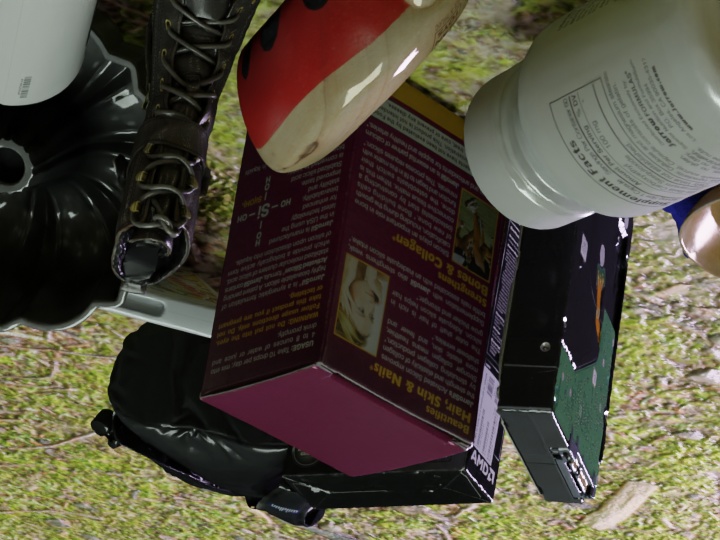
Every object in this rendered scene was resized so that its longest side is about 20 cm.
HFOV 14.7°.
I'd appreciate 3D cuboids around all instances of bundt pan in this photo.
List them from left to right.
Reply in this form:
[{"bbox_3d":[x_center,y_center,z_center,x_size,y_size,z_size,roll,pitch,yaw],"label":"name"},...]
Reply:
[{"bbox_3d":[-0.189,-0.070,1.594,0.202,0.076,0.202,5,111,13],"label":"bundt pan"}]

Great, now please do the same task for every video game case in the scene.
[{"bbox_3d":[-0.179,0.000,1.787,0.182,0.023,0.200,15,-176,-13],"label":"video game case"}]

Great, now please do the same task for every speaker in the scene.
[{"bbox_3d":[-0.163,-0.168,1.395,0.081,0.081,0.200,13,148,-7],"label":"speaker"}]

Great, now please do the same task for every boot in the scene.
[{"bbox_3d":[-0.083,-0.091,1.400,0.069,0.174,0.200,13,154,-4],"label":"boot"}]

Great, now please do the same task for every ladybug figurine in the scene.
[{"bbox_3d":[-0.009,-0.122,1.467,0.072,0.136,0.200,42,151,-5],"label":"ladybug figurine"}]

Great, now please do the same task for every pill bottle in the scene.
[{"bbox_3d":[0.149,-0.091,1.460,0.114,0.115,0.200,24,152,-28],"label":"pill bottle"}]

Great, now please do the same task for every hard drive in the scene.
[{"bbox_3d":[0.120,0.018,1.619,0.038,0.200,0.140,1,155,17],"label":"hard drive"}]

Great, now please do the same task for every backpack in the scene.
[{"bbox_3d":[-0.072,0.098,1.924,0.167,0.127,0.200,16,168,18],"label":"backpack"}]

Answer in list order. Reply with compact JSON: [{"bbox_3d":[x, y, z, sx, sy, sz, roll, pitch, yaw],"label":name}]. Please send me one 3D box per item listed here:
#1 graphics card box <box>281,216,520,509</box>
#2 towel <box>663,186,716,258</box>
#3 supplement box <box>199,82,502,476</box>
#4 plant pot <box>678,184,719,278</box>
[{"bbox_3d":[0.032,0.047,1.709,0.125,0.200,0.051,-3,149,26],"label":"graphics card box"},{"bbox_3d":[0.270,-0.050,1.610,0.200,0.050,0.148,0,160,18],"label":"towel"},{"bbox_3d":[0.000,0.000,1.622,0.103,0.200,0.131,-17,144,42],"label":"supplement box"},{"bbox_3d":[0.280,-0.024,1.568,0.200,0.028,0.200,6,161,2],"label":"plant pot"}]
